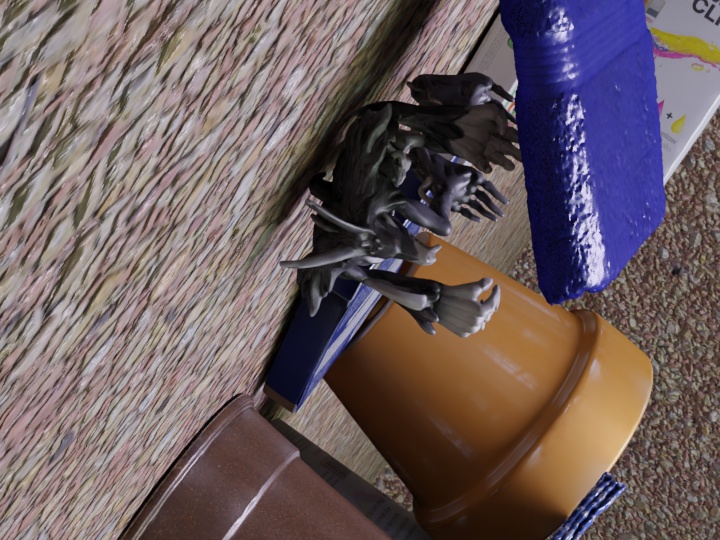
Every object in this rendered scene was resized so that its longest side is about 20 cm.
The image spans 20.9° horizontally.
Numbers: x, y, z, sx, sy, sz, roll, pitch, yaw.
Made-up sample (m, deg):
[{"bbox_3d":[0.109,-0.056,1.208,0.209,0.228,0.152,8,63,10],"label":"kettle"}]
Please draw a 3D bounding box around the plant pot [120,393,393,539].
[{"bbox_3d":[-0.050,0.216,1.208,0.201,0.198,0.200,-54,173,-9],"label":"plant pot"}]

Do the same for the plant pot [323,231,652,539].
[{"bbox_3d":[0.074,0.078,1.384,0.200,0.183,0.200,-46,-169,12],"label":"plant pot"}]

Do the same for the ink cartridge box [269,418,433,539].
[{"bbox_3d":[-0.015,0.203,1.399,0.083,0.199,0.146,-55,174,7],"label":"ink cartridge box"}]

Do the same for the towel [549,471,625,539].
[{"bbox_3d":[0.092,0.225,1.243,0.200,0.024,0.145,-42,167,-42],"label":"towel"}]

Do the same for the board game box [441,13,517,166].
[{"bbox_3d":[0.111,-0.157,1.254,0.201,0.034,0.126,-59,173,30],"label":"board game box"}]

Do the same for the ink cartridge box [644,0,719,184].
[{"bbox_3d":[0.206,-0.171,1.400,0.201,0.145,0.145,-57,173,12],"label":"ink cartridge box"}]

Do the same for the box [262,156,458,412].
[{"bbox_3d":[0.000,0.000,1.223,0.121,0.032,0.200,-52,176,-31],"label":"box"}]

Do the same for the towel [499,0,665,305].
[{"bbox_3d":[0.100,-0.100,0.937,0.148,0.049,0.202,-38,122,-59],"label":"towel"}]

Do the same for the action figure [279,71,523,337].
[{"bbox_3d":[0.034,-0.037,0.974,0.200,0.101,0.120,-45,154,-61],"label":"action figure"}]
